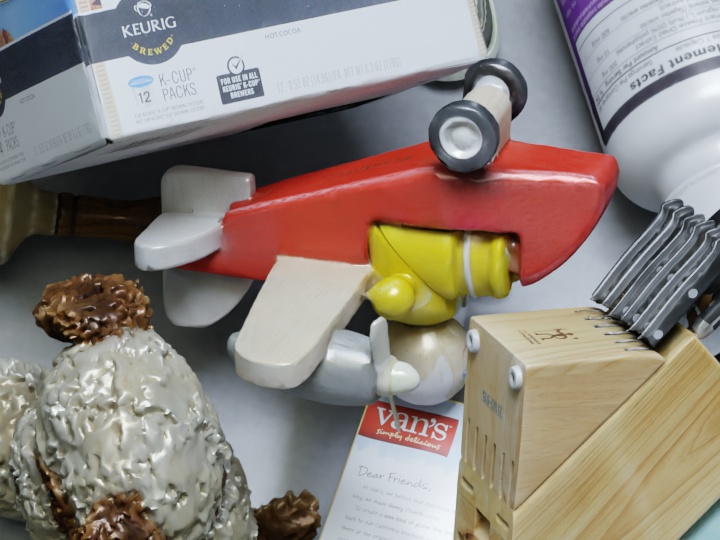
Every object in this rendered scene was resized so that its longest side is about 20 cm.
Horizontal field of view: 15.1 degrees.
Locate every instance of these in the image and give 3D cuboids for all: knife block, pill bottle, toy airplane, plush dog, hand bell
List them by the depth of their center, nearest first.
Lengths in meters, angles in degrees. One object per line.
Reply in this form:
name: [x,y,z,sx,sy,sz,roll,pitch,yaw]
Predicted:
knife block: [0.133,0.068,1.162,0.175,0.200,0.064,-3,19,-19]
plush dog: [-0.098,0.097,1.181,0.160,0.172,0.200,-10,62,-3]
toy airplane: [0.000,0.000,1.228,0.200,0.199,0.141,-28,107,-23]
pill bottle: [0.162,-0.097,1.305,0.111,0.111,0.200,-13,64,-4]
hand bell: [-0.135,-0.027,1.311,0.200,0.104,0.104,6,63,-9]

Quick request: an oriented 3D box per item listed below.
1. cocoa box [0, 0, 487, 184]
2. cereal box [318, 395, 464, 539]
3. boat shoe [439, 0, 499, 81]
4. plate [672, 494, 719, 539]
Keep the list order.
cocoa box: [-0.069,-0.129,1.232,0.200,0.133,0.131,-14,90,-28]
cereal box: [0.044,0.159,1.219,0.144,0.040,0.200,16,64,10]
boat shoe: [0.009,-0.185,1.384,0.072,0.060,0.202,-25,65,-10]
plate: [0.209,0.070,1.204,0.200,0.026,0.200,-7,27,3]
